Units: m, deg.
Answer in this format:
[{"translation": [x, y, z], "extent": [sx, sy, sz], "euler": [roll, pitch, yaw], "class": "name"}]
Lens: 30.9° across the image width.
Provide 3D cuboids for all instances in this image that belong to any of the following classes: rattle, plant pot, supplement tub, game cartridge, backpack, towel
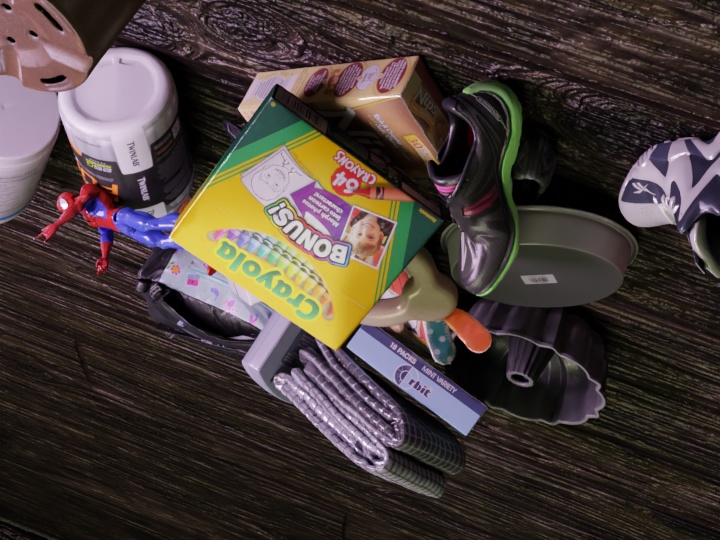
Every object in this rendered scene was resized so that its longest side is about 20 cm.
[{"translation": [0.047, -0.002, 1.381], "extent": [0.199, 0.143, 0.130], "euler": [21, 116, -21], "class": "rattle"}, {"translation": [-0.250, -0.271, 1.090], "extent": [0.200, 0.199, 0.200], "euler": [17, 151, 10], "class": "plant pot"}, {"translation": [-0.245, -0.133, 1.397], "extent": [0.122, 0.123, 0.200], "euler": [17, 151, 13], "class": "supplement tub"}, {"translation": [-0.067, 0.097, 1.585], "extent": [0.041, 0.133, 0.200], "euler": [28, 176, 28], "class": "game cartridge"}, {"translation": [-0.164, 0.036, 1.619], "extent": [0.199, 0.127, 0.167], "euler": [20, 165, 10], "class": "backpack"}, {"translation": [-0.426, -0.145, 1.506], "extent": [0.132, 0.132, 0.200], "euler": [29, 151, -10], "class": "supplement tub"}, {"translation": [0.017, 0.169, 1.533], "extent": [0.200, 0.086, 0.165], "euler": [41, -174, 34], "class": "towel"}]

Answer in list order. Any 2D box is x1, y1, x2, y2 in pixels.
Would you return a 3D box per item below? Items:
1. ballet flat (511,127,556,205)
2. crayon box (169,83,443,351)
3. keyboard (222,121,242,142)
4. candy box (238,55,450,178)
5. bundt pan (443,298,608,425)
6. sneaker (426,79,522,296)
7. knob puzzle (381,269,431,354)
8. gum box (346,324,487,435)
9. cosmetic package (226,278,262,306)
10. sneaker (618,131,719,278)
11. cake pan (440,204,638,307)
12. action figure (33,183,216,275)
[{"translation": [0.142, -0.070, 1.280], "extent": [0.066, 0.057, 0.200], "euler": [18, 152, 2], "class": "ballet flat"}, {"translation": [-0.051, -0.048, 1.242], "extent": [0.200, 0.058, 0.173], "euler": [35, 109, -11], "class": "crayon box"}, {"translation": [-0.079, -0.080, 1.398], "extent": [0.127, 0.021, 0.200], "euler": [46, 174, 28], "class": "keyboard"}, {"translation": [-0.007, -0.143, 1.270], "extent": [0.199, 0.055, 0.116], "euler": [2, 144, 37], "class": "candy box"}, {"translation": [0.194, 0.095, 1.499], "extent": [0.201, 0.076, 0.202], "euler": [18, 151, 10], "class": "bundt pan"}, {"translation": [0.099, -0.074, 1.195], "extent": [0.077, 0.084, 0.201], "euler": [29, 125, 60], "class": "sneaker"}, {"translation": [0.000, 0.000, 1.470], "extent": [0.219, 0.030, 0.220], "euler": [37, 153, 23], "class": "knob puzzle"}, {"translation": [0.068, 0.130, 1.554], "extent": [0.170, 0.045, 0.200], "euler": [37, 176, 6], "class": "gum box"}, {"translation": [-0.112, -0.026, 1.393], "extent": [0.200, 0.074, 0.102], "euler": [-162, 54, -80], "class": "cosmetic package"}, {"translation": [0.288, -0.047, 1.134], "extent": [0.079, 0.130, 0.199], "euler": [39, 148, -24], "class": "sneaker"}, {"translation": [0.179, -0.009, 1.317], "extent": [0.199, 0.037, 0.200], "euler": [5, 159, 2], "class": "cake pan"}, {"translation": [-0.248, -0.029, 1.338], "extent": [0.200, 0.099, 0.065], "euler": [21, 151, 27], "class": "action figure"}]
